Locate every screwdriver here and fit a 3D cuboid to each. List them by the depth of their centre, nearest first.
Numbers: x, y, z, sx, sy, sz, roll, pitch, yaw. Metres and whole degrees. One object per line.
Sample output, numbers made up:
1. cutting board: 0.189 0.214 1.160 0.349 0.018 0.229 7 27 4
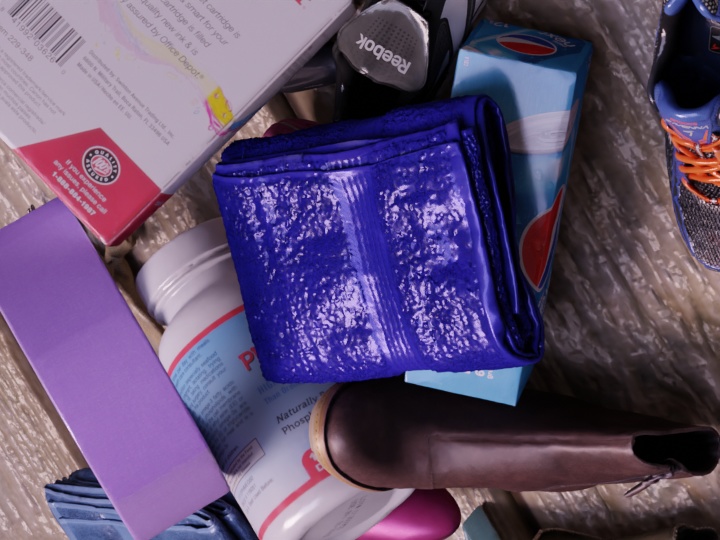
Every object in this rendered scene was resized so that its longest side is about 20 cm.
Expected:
1. screwdriver: -0.086 -0.112 1.579 0.199 0.029 0.028 -9 113 34

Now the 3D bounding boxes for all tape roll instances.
1. tape roll: -0.153 0.058 1.528 0.201 0.065 0.200 58 173 12

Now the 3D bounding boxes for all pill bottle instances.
1. pill bottle: -0.055 0.070 1.600 0.200 0.108 0.109 57 137 18

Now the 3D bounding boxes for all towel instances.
1. towel: 0.004 -0.011 1.433 0.199 0.049 0.148 -7 96 43
2. towel: -0.123 0.187 1.769 0.199 0.049 0.112 -1 132 45

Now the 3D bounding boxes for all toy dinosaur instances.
1. toy dinosaur: -0.166 0.009 1.715 0.200 0.058 0.101 31 147 28

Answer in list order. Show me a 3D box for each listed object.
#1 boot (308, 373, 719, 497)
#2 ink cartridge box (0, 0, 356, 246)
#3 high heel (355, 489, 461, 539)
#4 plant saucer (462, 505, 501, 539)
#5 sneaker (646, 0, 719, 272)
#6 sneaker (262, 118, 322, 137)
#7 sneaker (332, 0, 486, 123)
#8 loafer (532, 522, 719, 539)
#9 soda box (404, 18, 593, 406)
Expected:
1. boot: 0.088 0.092 1.488 0.166 0.199 0.073 -4 82 43
2. ink cartridge box: -0.120 -0.133 1.481 0.200 0.086 0.148 -43 89 1
3. high heel: -0.025 0.109 1.654 0.199 0.067 0.096 17 138 31
4. plant saucer: 0.097 0.215 1.579 0.019 0.200 0.070 -15 113 -6
5. sneaker: 0.181 -0.085 1.372 0.075 0.078 0.201 11 124 31
6. sneaker: 0.000 0.000 1.562 0.200 0.074 0.087 46 129 -5
7. sneaker: 0.030 -0.144 1.431 0.066 0.091 0.201 29 133 8
8. loafer: 0.187 0.178 1.556 0.199 0.075 0.070 10 109 28
9. soda box: 0.077 -0.032 1.453 0.067 0.064 0.201 13 113 9
